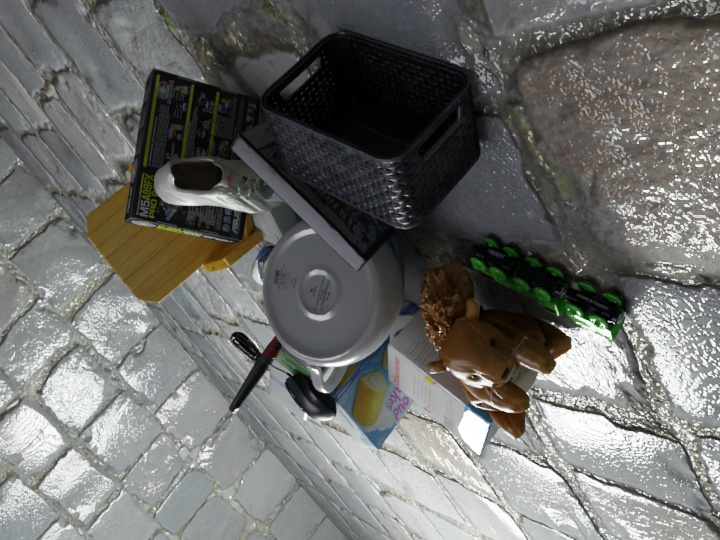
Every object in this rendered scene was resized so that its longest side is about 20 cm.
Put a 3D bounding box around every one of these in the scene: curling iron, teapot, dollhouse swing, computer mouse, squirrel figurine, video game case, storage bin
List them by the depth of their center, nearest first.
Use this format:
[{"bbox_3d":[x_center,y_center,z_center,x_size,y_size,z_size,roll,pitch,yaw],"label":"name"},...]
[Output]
[{"bbox_3d":[0.010,-0.148,0.786,0.198,0.135,0.095,28,154,35],"label":"storage bin"},{"bbox_3d":[0.130,0.086,0.911,0.200,0.143,0.185,42,-167,32],"label":"squirrel figurine"},{"bbox_3d":[-0.037,-0.109,0.915,0.200,0.181,0.026,44,122,0],"label":"video game case"},{"bbox_3d":[-0.023,0.028,0.991,0.201,0.198,0.145,62,-158,11],"label":"teapot"},{"bbox_3d":[-0.139,0.116,1.105,0.049,0.203,0.026,23,-168,-25],"label":"curling iron"},{"bbox_3d":[-0.288,-0.065,1.138,0.202,0.175,0.181,54,156,-14],"label":"dollhouse swing"},{"bbox_3d":[-0.118,0.160,1.139,0.198,0.034,0.059,34,151,10],"label":"computer mouse"}]

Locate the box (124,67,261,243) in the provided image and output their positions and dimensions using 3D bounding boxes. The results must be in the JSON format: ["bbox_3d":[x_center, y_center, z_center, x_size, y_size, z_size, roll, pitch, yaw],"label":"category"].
[{"bbox_3d":[-0.226,-0.152,1.049,0.156,0.206,0.044,10,172,-26],"label":"box"}]

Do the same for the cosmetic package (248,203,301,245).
[{"bbox_3d":[-0.149,-0.118,1.169,0.197,0.108,0.086,23,151,40],"label":"cosmetic package"}]

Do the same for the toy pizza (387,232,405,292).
[{"bbox_3d":[0.000,0.000,1.094,0.197,0.031,0.207,6,98,49],"label":"toy pizza"}]

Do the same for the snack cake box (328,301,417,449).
[{"bbox_3d":[0.039,0.161,1.201,0.116,0.201,0.067,49,156,-16],"label":"snack cake box"}]

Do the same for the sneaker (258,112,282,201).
[{"bbox_3d":[-0.093,-0.148,0.993,0.071,0.078,0.203,-60,31,33],"label":"sneaker"}]

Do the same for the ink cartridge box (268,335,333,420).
[{"bbox_3d":[-0.074,0.128,1.229,0.086,0.146,0.202,31,150,13],"label":"ink cartridge box"}]

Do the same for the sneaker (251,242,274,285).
[{"bbox_3d":[-0.141,0.020,1.469,0.084,0.078,0.201,21,158,24],"label":"sneaker"}]

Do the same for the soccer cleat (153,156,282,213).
[{"bbox_3d":[-0.169,-0.115,1.004,0.077,0.195,0.071,-26,71,60],"label":"soccer cleat"}]

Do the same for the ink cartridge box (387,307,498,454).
[{"bbox_3d":[0.131,0.130,1.082,0.198,0.125,0.130,37,157,20],"label":"ink cartridge box"}]

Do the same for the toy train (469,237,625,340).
[{"bbox_3d":[0.208,0.020,0.869,0.198,0.042,0.057,29,165,36],"label":"toy train"}]
